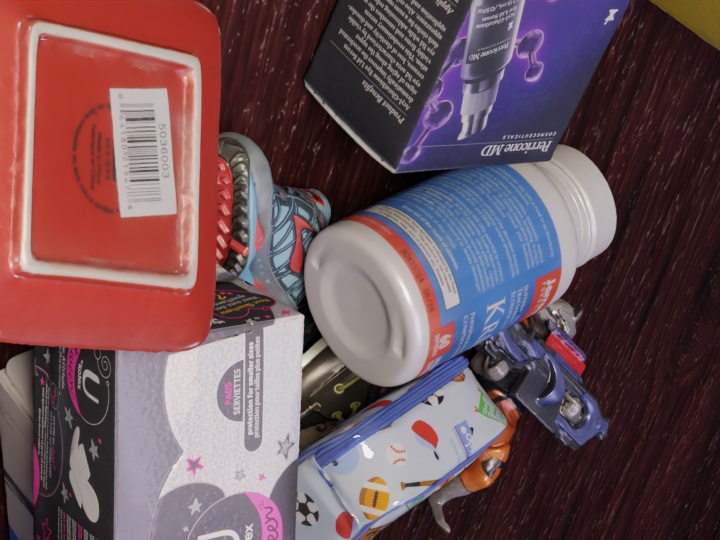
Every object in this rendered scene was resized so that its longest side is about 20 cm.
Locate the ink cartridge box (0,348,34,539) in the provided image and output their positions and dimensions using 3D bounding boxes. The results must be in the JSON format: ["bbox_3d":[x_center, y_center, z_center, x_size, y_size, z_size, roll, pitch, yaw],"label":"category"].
[{"bbox_3d":[-0.158,0.130,1.429,0.146,0.086,0.200,-24,143,-25],"label":"ink cartridge box"}]

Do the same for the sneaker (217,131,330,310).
[{"bbox_3d":[-0.066,-0.034,1.366,0.096,0.079,0.200,-40,156,-22],"label":"sneaker"}]

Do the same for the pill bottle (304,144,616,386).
[{"bbox_3d":[0.071,-0.012,1.388,0.200,0.112,0.112,-26,144,-33],"label":"pill bottle"}]

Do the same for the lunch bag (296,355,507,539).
[{"bbox_3d":[-0.004,0.136,1.403,0.200,0.076,0.160,-36,179,44],"label":"lunch bag"}]

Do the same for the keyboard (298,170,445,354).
[{"bbox_3d":[0.000,0.000,1.475,0.200,0.021,0.127,-48,173,7],"label":"keyboard"}]

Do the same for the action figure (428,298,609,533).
[{"bbox_3d":[0.091,0.083,1.656,0.193,0.105,0.200,-44,121,-11],"label":"action figure"}]

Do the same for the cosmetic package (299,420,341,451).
[{"bbox_3d":[-0.058,0.194,1.569,0.200,0.087,0.103,-45,167,9],"label":"cosmetic package"}]

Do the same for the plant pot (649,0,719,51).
[{"bbox_3d":[0.281,-0.269,1.350,0.194,0.196,0.200,-32,139,-15],"label":"plant pot"}]

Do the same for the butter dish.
[{"bbox_3d":[-0.183,-0.056,1.157,0.199,0.148,0.200,7,82,-50],"label":"butter dish"}]

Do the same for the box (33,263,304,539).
[{"bbox_3d":[-0.115,0.111,1.284,0.132,0.115,0.200,-9,113,-32],"label":"box"}]

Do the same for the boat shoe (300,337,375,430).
[{"bbox_3d":[-0.008,0.069,1.481,0.201,0.061,0.072,-46,175,1],"label":"boat shoe"}]

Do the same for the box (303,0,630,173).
[{"bbox_3d":[0.078,-0.170,1.320,0.148,0.104,0.200,-8,133,-42],"label":"box"}]
